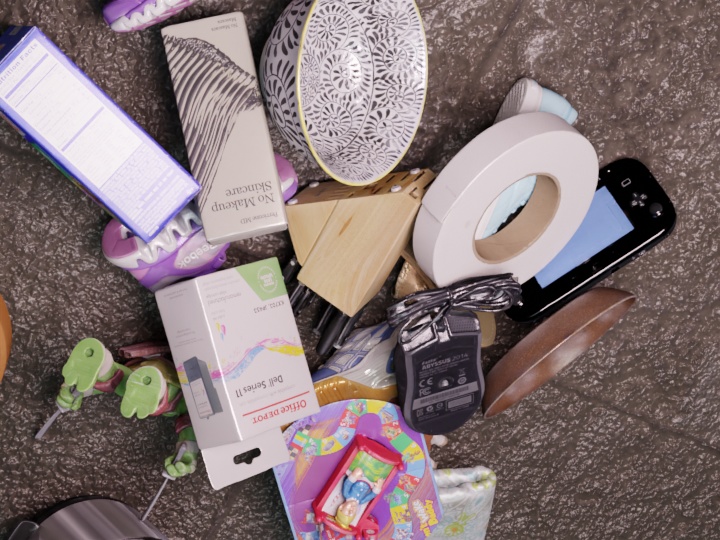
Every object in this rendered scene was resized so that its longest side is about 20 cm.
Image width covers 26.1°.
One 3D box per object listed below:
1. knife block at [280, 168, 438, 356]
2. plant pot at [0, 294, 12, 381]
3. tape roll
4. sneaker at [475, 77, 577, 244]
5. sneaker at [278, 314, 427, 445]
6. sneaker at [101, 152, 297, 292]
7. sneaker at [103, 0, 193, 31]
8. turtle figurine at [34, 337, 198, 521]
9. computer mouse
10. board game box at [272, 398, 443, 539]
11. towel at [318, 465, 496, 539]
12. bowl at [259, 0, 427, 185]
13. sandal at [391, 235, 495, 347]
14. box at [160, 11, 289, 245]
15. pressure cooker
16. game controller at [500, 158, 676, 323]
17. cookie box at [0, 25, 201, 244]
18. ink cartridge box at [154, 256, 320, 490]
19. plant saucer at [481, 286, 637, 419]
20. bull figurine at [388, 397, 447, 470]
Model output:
[{"bbox_3d":[0.000,0.000,1.515,0.199,0.064,0.176,-6,112,31],"label":"knife block"},{"bbox_3d":[-0.439,0.092,1.489,0.199,0.140,0.201,-4,116,-9],"label":"plant pot"},{"bbox_3d":[0.139,-0.059,1.476,0.202,0.037,0.203,-25,142,-22],"label":"tape roll"},{"bbox_3d":[0.153,-0.085,1.536,0.082,0.074,0.201,21,107,-16],"label":"sneaker"},{"bbox_3d":[-0.004,0.108,1.599,0.199,0.088,0.075,-26,122,-3],"label":"sneaker"},{"bbox_3d":[-0.149,-0.043,1.512,0.200,0.081,0.089,-28,132,-1],"label":"sneaker"},{"bbox_3d":[-0.158,-0.292,1.380,0.200,0.081,0.089,-36,97,18],"label":"sneaker"},{"bbox_3d":[-0.232,0.151,1.522,0.200,0.144,0.194,-31,161,-3],"label":"turtle figurine"},{"bbox_3d":[0.080,0.078,1.515,0.138,0.053,0.201,-13,134,-16],"label":"computer mouse"},{"bbox_3d":[0.000,0.228,1.574,0.157,0.039,0.201,-15,113,-2],"label":"board game box"},{"bbox_3d":[0.042,0.280,1.682,0.199,0.048,0.172,-5,142,-9],"label":"towel"},{"bbox_3d":[-0.031,-0.183,1.431,0.094,0.201,0.201,9,125,35],"label":"bowl"},{"bbox_3d":[0.054,-0.002,1.582,0.069,0.078,0.212,-22,115,37],"label":"sandal"},{"bbox_3d":[-0.124,-0.129,1.426,0.082,0.068,0.201,-13,88,-3],"label":"box"},{"bbox_3d":[-0.269,0.330,1.607,0.178,0.200,0.177,-17,112,-27],"label":"pressure cooker"},{"bbox_3d":[0.218,-0.030,1.565,0.200,0.105,0.042,-33,153,7],"label":"game controller"},{"bbox_3d":[-0.251,-0.125,1.384,0.200,0.171,0.075,44,84,-19],"label":"cookie box"},{"bbox_3d":[-0.111,0.098,1.494,0.067,0.117,0.201,-16,91,43],"label":"ink cartridge box"},{"bbox_3d":[0.196,0.078,1.588,0.200,0.200,0.035,-40,77,10],"label":"plant saucer"},{"bbox_3d":[0.037,0.163,1.647,0.199,0.065,0.122,-15,124,3],"label":"bull figurine"}]
